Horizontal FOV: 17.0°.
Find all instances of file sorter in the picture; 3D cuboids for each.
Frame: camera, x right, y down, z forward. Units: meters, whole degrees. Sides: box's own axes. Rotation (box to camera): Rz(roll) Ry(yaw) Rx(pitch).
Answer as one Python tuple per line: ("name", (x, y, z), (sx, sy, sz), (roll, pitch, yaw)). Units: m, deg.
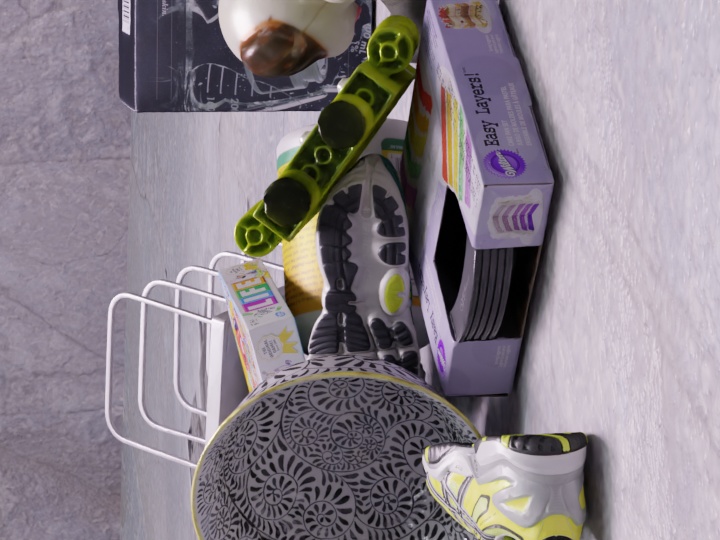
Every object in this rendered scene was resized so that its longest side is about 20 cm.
("file sorter", (-0.103, 0.065, 1.957), (0.200, 0.124, 0.140), (-25, -56, -53))

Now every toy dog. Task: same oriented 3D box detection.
("toy dog", (-0.042, -0.236, 1.739), (0.140, 0.193, 0.201), (-127, 42, -51))

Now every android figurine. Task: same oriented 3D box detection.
("android figurine", (-0.017, -0.088, 1.588), (0.182, 0.041, 0.200), (-54, 1, 16))

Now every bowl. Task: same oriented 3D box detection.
("bowl", (-0.011, 0.124, 1.577), (0.094, 0.199, 0.202), (-93, 7, -57))

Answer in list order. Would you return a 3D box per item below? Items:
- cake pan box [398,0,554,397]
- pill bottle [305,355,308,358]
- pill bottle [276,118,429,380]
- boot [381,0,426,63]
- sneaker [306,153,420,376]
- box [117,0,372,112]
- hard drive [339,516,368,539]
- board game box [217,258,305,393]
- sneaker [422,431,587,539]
("cake pan box", (0.070, -0.046, 1.529), (0.185, 0.052, 0.201), (96, 166, -44))
("pill bottle", (-0.027, 0.135, 1.881), (0.114, 0.113, 0.201), (-118, 28, -66))
("pill bottle", (0.000, 0.000, 1.729), (0.113, 0.112, 0.202), (132, 134, -74))
("boot", (0.004, -0.205, 1.629), (0.200, 0.130, 0.068), (114, 153, -65))
("sneaker", (0.007, 0.017, 1.616), (0.080, 0.077, 0.201), (-77, -7, -64))
("box", (-0.095, -0.232, 1.962), (0.124, 0.195, 0.202), (-145, 54, -75))
("hard drive", (-0.050, 0.277, 1.658), (0.200, 0.027, 0.133), (-37, 59, 27))
("board game box", (-0.052, 0.106, 1.715), (0.134, 0.034, 0.201), (-126, 21, -69))
("sneaker", (0.082, 0.139, 1.432), (0.200, 0.075, 0.077), (142, 126, -78))
